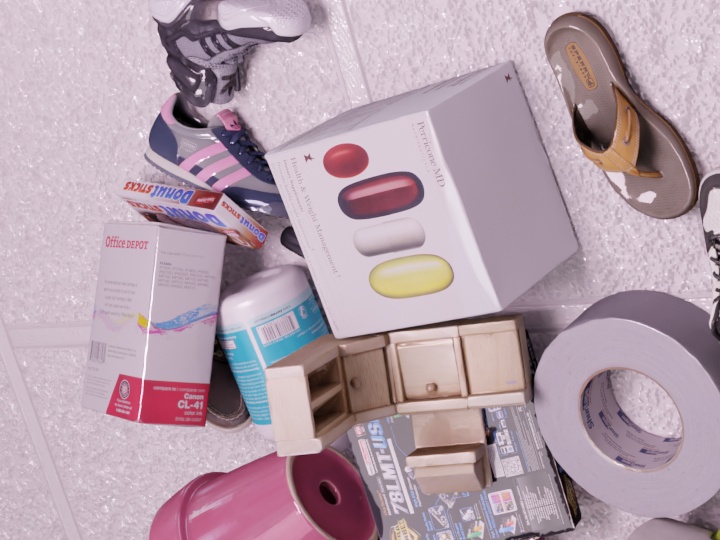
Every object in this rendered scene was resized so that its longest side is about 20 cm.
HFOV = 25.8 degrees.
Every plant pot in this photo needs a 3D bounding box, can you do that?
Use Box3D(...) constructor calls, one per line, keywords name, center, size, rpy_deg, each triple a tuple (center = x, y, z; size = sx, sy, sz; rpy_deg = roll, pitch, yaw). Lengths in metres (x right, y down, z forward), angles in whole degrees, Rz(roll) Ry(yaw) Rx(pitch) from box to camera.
Box3D(name="plant pot", center=(-0.085, 0.271, 1.591), size=(0.179, 0.200, 0.200), rpy_deg=(-40, 86, 29))

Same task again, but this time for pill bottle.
Box3D(name="pill bottle", center=(-0.077, 0.103, 1.650), size=(0.110, 0.111, 0.201), rpy_deg=(-12, 105, 40))

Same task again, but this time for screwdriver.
Box3D(name="screwdriver", center=(0.000, 0.000, 1.592), size=(0.199, 0.028, 0.029), rpy_deg=(24, 153, 29))

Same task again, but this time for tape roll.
Box3D(name="tape roll", center=(0.259, 0.122, 1.436), size=(0.200, 0.066, 0.201), rpy_deg=(17, 123, 29))

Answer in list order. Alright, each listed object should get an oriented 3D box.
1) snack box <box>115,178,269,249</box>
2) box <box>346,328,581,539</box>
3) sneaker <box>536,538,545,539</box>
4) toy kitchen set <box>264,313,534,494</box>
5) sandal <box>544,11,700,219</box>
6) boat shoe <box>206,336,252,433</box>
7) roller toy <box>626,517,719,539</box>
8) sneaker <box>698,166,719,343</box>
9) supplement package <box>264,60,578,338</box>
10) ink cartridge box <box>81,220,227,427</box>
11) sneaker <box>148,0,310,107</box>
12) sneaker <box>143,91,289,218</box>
Box3D(name="snack box", center=(-0.178, -0.061, 1.643), size=(0.072, 0.024, 0.200), rpy_deg=(42, 162, -34))
Box3D(name="box", center=(0.093, 0.176, 1.538), size=(0.198, 0.050, 0.201), rpy_deg=(-17, 93, 21))
Box3D(name="sneaker", center=(0.142, 0.278, 1.603), size=(0.088, 0.081, 0.200), rpy_deg=(-37, 77, 16))
Box3D(name="toy kitchen set", center=(0.046, 0.142, 1.428), size=(0.199, 0.180, 0.164), rpy_deg=(-7, 95, 18))
Box3D(name="sandal", center=(0.215, -0.127, 1.348), size=(0.082, 0.055, 0.201), rpy_deg=(-26, 96, 42))
Box3D(name="boat shoe", center=(-0.177, 0.088, 1.706), size=(0.200, 0.072, 0.060), rpy_deg=(57, 166, 31))
Box3D(name="roller toy", center=(0.291, 0.325, 1.432), size=(0.139, 0.200, 0.183), rpy_deg=(15, 126, 32))
Box3D(name="sneaker", center=(0.325, 0.013, 1.315), size=(0.075, 0.088, 0.201), rpy_deg=(-12, 103, 42))
Box3D(name="supplement package", center=(0.056, -0.061, 1.441), size=(0.199, 0.147, 0.192), rpy_deg=(-12, 105, 41))
Box3D(name="ink cartridge box", center=(-0.214, 0.054, 1.625), size=(0.147, 0.085, 0.201), rpy_deg=(6, 87, 58))
Box3D(name="sneaker", center=(-0.123, -0.218, 1.548), size=(0.199, 0.075, 0.114), rpy_deg=(14, 121, 38))
Box3D(name="sneaker", center=(-0.130, -0.117, 1.609), size=(0.199, 0.070, 0.082), rpy_deg=(23, 109, 17))
